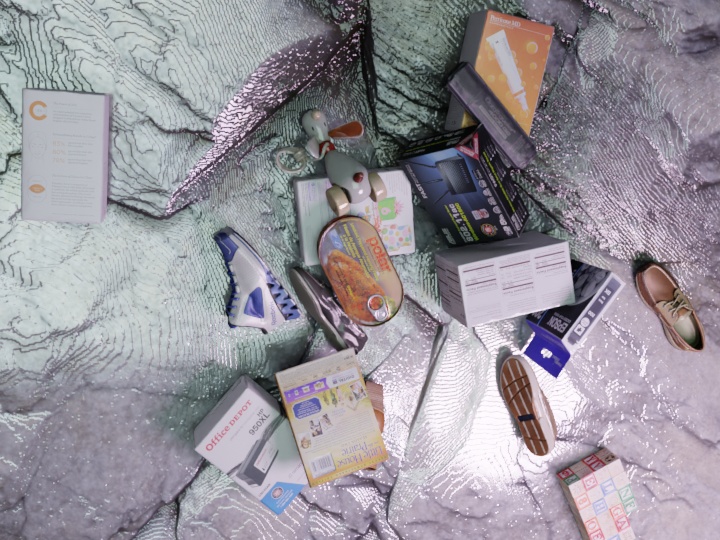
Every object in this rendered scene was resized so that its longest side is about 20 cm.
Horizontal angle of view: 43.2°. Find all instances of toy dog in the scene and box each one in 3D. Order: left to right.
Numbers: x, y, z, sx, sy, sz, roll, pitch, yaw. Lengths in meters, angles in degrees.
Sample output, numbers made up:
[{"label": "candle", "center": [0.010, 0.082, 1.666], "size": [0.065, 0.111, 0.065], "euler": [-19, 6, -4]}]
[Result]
[{"label": "toy dog", "center": [-0.038, -0.185, 1.483], "size": [0.200, 0.096, 0.132], "euler": [40, 68, 9]}]

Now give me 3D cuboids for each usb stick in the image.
[{"label": "usb stick", "center": [0.213, -0.252, 1.481], "size": [0.055, 0.033, 0.200], "euler": [-45, 106, -7]}]

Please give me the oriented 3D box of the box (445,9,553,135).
[{"label": "box", "center": [0.234, -0.325, 1.546], "size": [0.123, 0.097, 0.203], "euler": [10, 98, -13]}]

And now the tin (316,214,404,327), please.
[{"label": "tin", "center": [0.000, 0.000, 1.543], "size": [0.111, 0.042, 0.202], "euler": [-25, 109, 0]}]

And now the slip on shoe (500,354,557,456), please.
[{"label": "slip on shoe", "center": [0.322, 0.246, 1.704], "size": [0.060, 0.076, 0.202], "euler": [-29, 99, -45]}]

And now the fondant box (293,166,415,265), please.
[{"label": "fondant box", "center": [-0.010, -0.095, 1.569], "size": [0.197, 0.058, 0.146], "euler": [-7, 102, -9]}]

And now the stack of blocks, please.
[{"label": "stack of blocks", "center": [0.477, 0.465, 1.774], "size": [0.114, 0.059, 0.202], "euler": [-25, 104, -6]}]

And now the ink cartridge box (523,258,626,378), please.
[{"label": "ink cartridge box", "center": [0.360, 0.079, 1.606], "size": [0.043, 0.198, 0.201], "euler": [35, 91, -10]}]

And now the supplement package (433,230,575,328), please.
[{"label": "supplement package", "center": [0.248, 0.012, 1.591], "size": [0.197, 0.156, 0.112], "euler": [-12, 101, -9]}]

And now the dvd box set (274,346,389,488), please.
[{"label": "dvd box set", "center": [-0.049, 0.248, 1.546], "size": [0.145, 0.029, 0.202], "euler": [-18, 84, -12]}]

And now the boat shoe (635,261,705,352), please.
[{"label": "boat shoe", "center": [0.594, 0.071, 1.715], "size": [0.075, 0.074, 0.201], "euler": [-38, 106, -2]}]

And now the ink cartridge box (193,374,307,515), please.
[{"label": "ink cartridge box", "center": [-0.175, 0.305, 1.598], "size": [0.200, 0.084, 0.145], "euler": [41, 90, -15]}]

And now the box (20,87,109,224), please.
[{"label": "box", "center": [-0.465, -0.182, 1.439], "size": [0.123, 0.097, 0.203], "euler": [3, 101, -12]}]

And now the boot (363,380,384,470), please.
[{"label": "boot", "center": [-0.050, 0.265, 1.595], "size": [0.198, 0.077, 0.157], "euler": [16, 67, -26]}]

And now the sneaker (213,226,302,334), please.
[{"label": "sneaker", "center": [-0.197, 0.034, 1.544], "size": [0.115, 0.081, 0.200], "euler": [-38, 107, -4]}]

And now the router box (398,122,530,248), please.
[{"label": "router box", "center": [0.175, -0.138, 1.533], "size": [0.201, 0.149, 0.062], "euler": [57, 47, -26]}]

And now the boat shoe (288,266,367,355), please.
[{"label": "boat shoe", "center": [-0.055, 0.065, 1.592], "size": [0.057, 0.067, 0.201], "euler": [-40, 112, -22]}]
